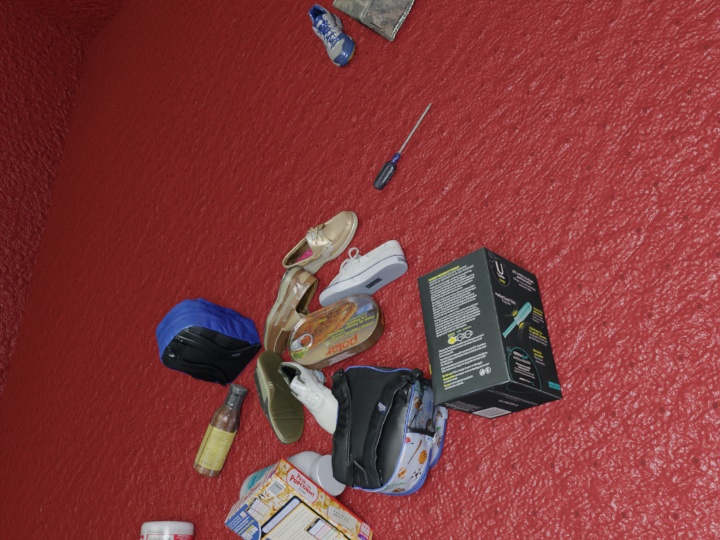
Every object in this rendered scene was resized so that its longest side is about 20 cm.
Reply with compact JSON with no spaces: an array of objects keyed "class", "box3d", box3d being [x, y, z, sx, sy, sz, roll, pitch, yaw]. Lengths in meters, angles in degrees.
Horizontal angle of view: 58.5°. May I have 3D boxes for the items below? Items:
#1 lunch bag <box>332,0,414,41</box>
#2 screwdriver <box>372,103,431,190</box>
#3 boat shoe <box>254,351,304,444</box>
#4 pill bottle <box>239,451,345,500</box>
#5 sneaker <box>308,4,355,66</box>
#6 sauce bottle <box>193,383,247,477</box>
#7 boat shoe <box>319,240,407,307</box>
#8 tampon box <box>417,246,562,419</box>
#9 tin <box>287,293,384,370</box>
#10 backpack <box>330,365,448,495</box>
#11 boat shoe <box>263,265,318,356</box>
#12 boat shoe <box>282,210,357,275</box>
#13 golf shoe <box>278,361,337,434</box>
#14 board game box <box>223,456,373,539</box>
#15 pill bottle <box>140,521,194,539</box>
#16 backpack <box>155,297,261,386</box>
[{"class":"lunch bag","box3d":[0.052,-0.642,1.437,0.200,0.117,0.164,-59,40,16]},{"class":"screwdriver","box3d":[0.088,-0.247,1.294,0.200,0.029,0.028,-53,42,10]},{"class":"boat shoe","box3d":[-0.170,0.263,1.310,0.066,0.072,0.201,-55,48,44]},{"class":"pill bottle","box3d":[-0.118,0.394,1.159,0.200,0.111,0.111,-32,52,33]},{"class":"sneaker","box3d":[-0.078,-0.573,1.568,0.075,0.088,0.200,-44,47,22]},{"class":"sauce bottle","box3d":[-0.302,0.349,1.411,0.066,0.066,0.200,23,90,49]},{"class":"boat shoe","box3d":[-0.003,-0.002,1.241,0.202,0.075,0.086,-32,52,31]},{"class":"tampon box","box3d":[0.185,0.095,0.938,0.126,0.150,0.200,-27,54,36]},{"class":"tin","box3d":[-0.046,0.119,1.222,0.200,0.042,0.112,-24,46,17]},{"class":"backpack","box3d":[0.040,0.257,1.022,0.200,0.154,0.191,-9,58,51]},{"class":"boat shoe","box3d":[-0.144,0.092,1.349,0.074,0.076,0.200,22,102,22]},{"class":"boat shoe","box3d":[-0.089,-0.057,1.360,0.200,0.069,0.074,-44,46,25]},{"class":"golf shoe","box3d":[-0.091,0.240,1.210,0.200,0.097,0.078,37,100,47]},{"class":"board game box","box3d":[-0.103,0.428,1.073,0.152,0.200,0.046,-46,7,21]},{"class":"pill bottle","box3d":[-0.420,0.643,1.368,0.112,0.112,0.200,-22,58,39]},{"class":"backpack","box3d":[-0.359,0.153,1.456,0.163,0.200,0.168,-52,43,17]}]
